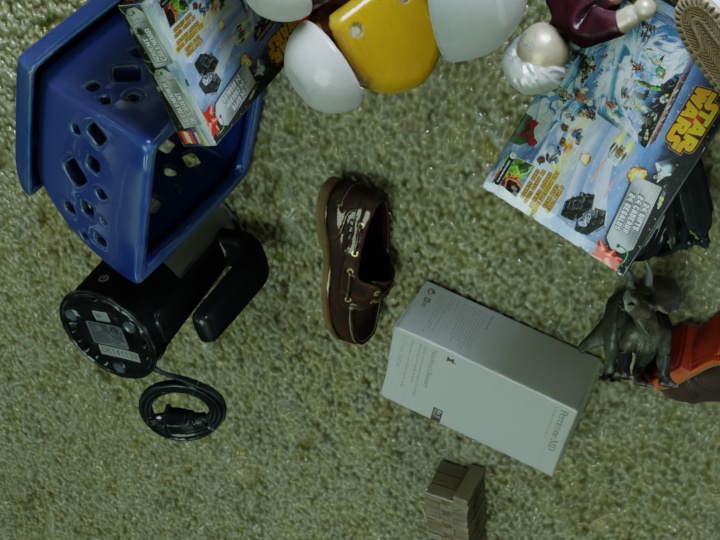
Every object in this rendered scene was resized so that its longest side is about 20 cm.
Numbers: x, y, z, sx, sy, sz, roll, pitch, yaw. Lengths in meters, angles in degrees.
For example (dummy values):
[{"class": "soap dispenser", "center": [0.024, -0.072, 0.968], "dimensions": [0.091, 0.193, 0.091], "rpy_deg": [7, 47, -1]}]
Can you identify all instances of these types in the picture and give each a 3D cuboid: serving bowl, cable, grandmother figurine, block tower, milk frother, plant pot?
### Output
[{"class": "serving bowl", "center": [0.096, -0.256, 1.119], "dimensions": [0.065, 0.201, 0.201], "rpy_deg": [1, 131, 14]}, {"class": "cable", "center": [0.218, -0.098, 1.299], "dimensions": [0.162, 0.051, 0.201], "rpy_deg": [5, 128, 42]}, {"class": "grandmother figurine", "center": [0.176, -0.216, 1.131], "dimensions": [0.060, 0.122, 0.200], "rpy_deg": [27, 114, -27]}, {"class": "block tower", "center": [0.112, 0.304, 1.750], "dimensions": [0.057, 0.054, 0.201], "rpy_deg": [16, 136, 21]}, {"class": "milk frother", "center": [-0.192, 0.049, 1.609], "dimensions": [0.179, 0.189, 0.201], "rpy_deg": [22, 139, 16]}, {"class": "plant pot", "center": [-0.217, -0.145, 1.440], "dimensions": [0.179, 0.200, 0.201], "rpy_deg": [32, 141, 13]}]

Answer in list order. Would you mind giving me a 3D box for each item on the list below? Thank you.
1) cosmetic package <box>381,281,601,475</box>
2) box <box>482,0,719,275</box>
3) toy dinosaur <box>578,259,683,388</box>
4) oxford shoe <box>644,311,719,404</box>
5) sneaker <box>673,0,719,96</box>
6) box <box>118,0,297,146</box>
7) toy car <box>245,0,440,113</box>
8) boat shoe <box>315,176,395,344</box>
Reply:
[{"class": "cosmetic package", "center": [0.130, 0.109, 1.527], "dimensions": [0.199, 0.081, 0.113], "rpy_deg": [24, 137, 14]}, {"class": "box", "center": [0.206, -0.117, 1.204], "dimensions": [0.136, 0.040, 0.201], "rpy_deg": [33, 107, 6]}, {"class": "toy dinosaur", "center": [0.253, 0.053, 1.386], "dimensions": [0.076, 0.103, 0.200], "rpy_deg": [9, 174, -1]}, {"class": "oxford shoe", "center": [0.346, 0.075, 1.366], "dimensions": [0.072, 0.072, 0.199], "rpy_deg": [35, 150, -20]}, {"class": "sneaker", "center": [0.323, -0.139, 1.113], "dimensions": [0.201, 0.112, 0.071], "rpy_deg": [58, 153, -7]}, {"class": "box", "center": [-0.113, -0.218, 1.286], "dimensions": [0.040, 0.200, 0.138], "rpy_deg": [1, 129, 34]}, {"class": "toy car", "center": [-0.013, -0.243, 1.251], "dimensions": [0.201, 0.174, 0.150], "rpy_deg": [59, 171, -27]}, {"class": "boat shoe", "center": [0.000, 0.000, 1.519], "dimensions": [0.070, 0.070, 0.201], "rpy_deg": [18, 137, 25]}]
